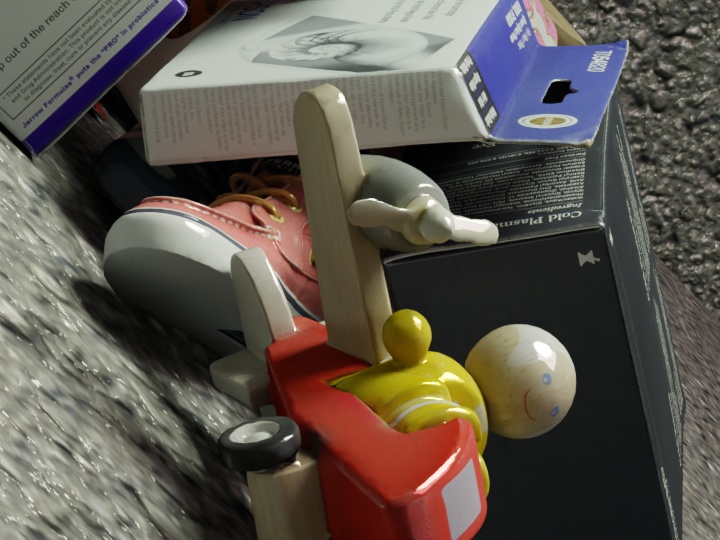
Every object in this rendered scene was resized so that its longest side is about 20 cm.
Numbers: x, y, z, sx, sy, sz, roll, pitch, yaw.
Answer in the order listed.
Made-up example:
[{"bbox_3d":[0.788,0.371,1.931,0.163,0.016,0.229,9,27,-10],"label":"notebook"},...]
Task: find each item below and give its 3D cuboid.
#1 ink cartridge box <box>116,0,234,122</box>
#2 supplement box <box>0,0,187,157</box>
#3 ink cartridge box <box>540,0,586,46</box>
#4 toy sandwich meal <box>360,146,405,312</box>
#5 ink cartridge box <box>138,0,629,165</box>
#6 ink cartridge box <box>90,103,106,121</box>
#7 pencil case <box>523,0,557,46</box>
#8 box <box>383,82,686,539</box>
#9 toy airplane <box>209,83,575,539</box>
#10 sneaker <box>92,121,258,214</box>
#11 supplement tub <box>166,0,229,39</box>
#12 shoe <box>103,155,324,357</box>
[{"bbox_3d":[-0.087,-0.162,1.620,0.200,0.125,0.129,58,9,-3],"label":"ink cartridge box"},{"bbox_3d":[-0.182,-0.166,1.348,0.200,0.103,0.101,43,11,-20],"label":"supplement box"},{"bbox_3d":[0.019,-0.110,1.765,0.075,0.200,0.165,52,8,19],"label":"ink cartridge box"},{"bbox_3d":[0.000,0.000,1.501,0.205,0.070,0.206,-2,90,-81],"label":"toy sandwich meal"},{"bbox_3d":[0.017,-0.095,1.377,0.200,0.199,0.041,-61,147,-71],"label":"ink cartridge box"},{"bbox_3d":[-0.202,-0.188,1.535,0.176,0.045,0.200,38,14,-46],"label":"ink cartridge box"},{"bbox_3d":[0.026,-0.168,1.580,0.200,0.083,0.087,53,32,-33],"label":"pencil case"},{"bbox_3d":[0.087,0.032,1.421,0.182,0.104,0.201,-79,157,-63],"label":"box"},{"bbox_3d":[0.014,0.052,1.172,0.200,0.141,0.200,81,-4,-64],"label":"toy airplane"},{"bbox_3d":[-0.078,-0.058,1.452,0.070,0.082,0.200,47,9,-11],"label":"sneaker"},{"bbox_3d":[-0.130,-0.216,1.462,0.200,0.122,0.123,45,9,-16],"label":"supplement tub"},{"bbox_3d":[-0.049,-0.017,1.319,0.071,0.091,0.200,5,-16,24],"label":"shoe"}]
